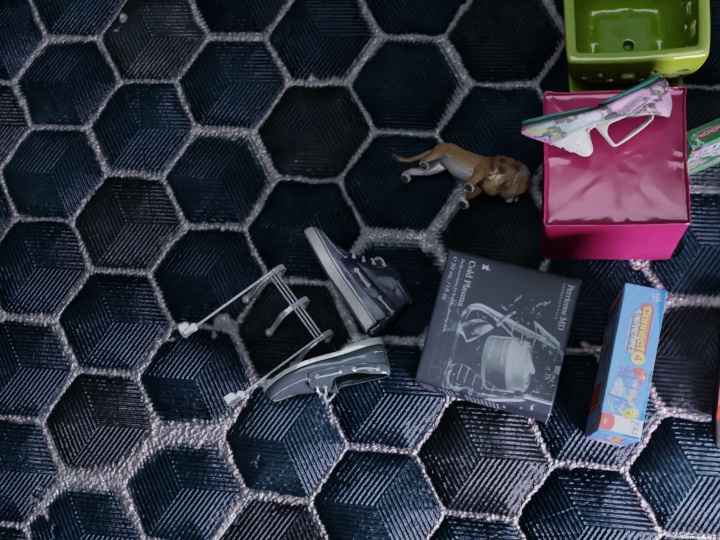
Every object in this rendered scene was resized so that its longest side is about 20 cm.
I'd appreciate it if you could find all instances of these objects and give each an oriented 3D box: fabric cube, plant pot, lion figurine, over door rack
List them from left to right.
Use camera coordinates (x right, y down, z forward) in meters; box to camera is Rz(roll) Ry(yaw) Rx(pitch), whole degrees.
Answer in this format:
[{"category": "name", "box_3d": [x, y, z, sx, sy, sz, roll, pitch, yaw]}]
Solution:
[{"category": "over door rack", "box_3d": [-0.162, 0.100, 1.463, 0.199, 0.067, 0.148, -32, 73, -20]}, {"category": "lion figurine", "box_3d": [0.159, -0.159, 1.466, 0.199, 0.073, 0.122, 33, 51, 22]}, {"category": "fabric cube", "box_3d": [0.356, -0.133, 1.359, 0.195, 0.199, 0.201, 1, 78, 12]}, {"category": "plant pot", "box_3d": [0.399, -0.367, 1.413, 0.198, 0.182, 0.201, 0, 77, 10]}]

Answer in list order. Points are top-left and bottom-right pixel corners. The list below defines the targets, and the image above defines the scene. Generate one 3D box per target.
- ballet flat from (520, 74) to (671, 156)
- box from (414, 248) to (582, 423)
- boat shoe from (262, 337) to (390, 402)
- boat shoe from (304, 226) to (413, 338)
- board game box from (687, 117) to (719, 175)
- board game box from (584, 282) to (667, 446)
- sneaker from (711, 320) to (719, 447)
[{"category": "ballet flat", "box_3d": [0.314, -0.193, 1.250, 0.199, 0.069, 0.072, -18, 94, 6]}, {"category": "box", "box_3d": [0.200, 0.096, 1.378, 0.195, 0.124, 0.201, 14, 80, 11]}, {"category": "boat shoe", "box_3d": [-0.049, 0.163, 1.434, 0.199, 0.073, 0.062, -21, 71, 0]}, {"category": "boat shoe", "box_3d": [0.000, 0.000, 1.468, 0.092, 0.075, 0.201, -33, 82, -5]}, {"category": "board game box", "box_3d": [0.556, -0.202, 1.371, 0.199, 0.135, 0.029, -23, 75, 4]}, {"category": "board game box", "box_3d": [0.359, 0.135, 1.298, 0.056, 0.200, 0.197, 11, 80, 11]}, {"category": "sneaker", "box_3d": [0.553, 0.152, 1.327, 0.107, 0.067, 0.203, 7, 76, 14]}]
